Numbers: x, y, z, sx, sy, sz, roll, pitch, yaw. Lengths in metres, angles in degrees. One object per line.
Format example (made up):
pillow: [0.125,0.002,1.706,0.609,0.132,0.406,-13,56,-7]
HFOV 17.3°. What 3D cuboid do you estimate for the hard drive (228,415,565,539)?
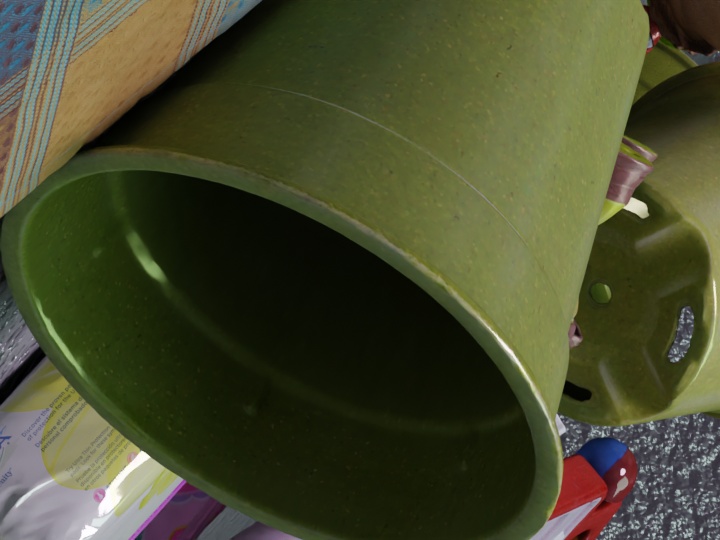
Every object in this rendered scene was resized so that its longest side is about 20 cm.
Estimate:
hard drive: [-0.001,0.113,1.125,0.199,0.026,0.132,-33,-175,-2]

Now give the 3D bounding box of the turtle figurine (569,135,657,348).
turtle figurine: [0.074,0.009,1.064,0.162,0.064,0.200,-58,162,12]

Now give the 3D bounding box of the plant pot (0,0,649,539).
plant pot: [0.011,-0.036,0.803,0.191,0.199,0.200,-60,180,-31]

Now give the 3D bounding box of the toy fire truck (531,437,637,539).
toy fire truck: [0.065,0.154,1.167,0.168,0.112,0.200,-48,162,24]

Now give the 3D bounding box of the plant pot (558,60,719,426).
plant pot: [0.163,-0.001,1.220,0.184,0.200,0.201,-16,148,-56]

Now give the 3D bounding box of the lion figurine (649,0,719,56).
lion figurine: [0.199,-0.133,1.209,0.200,0.072,0.123,-111,-166,-53]

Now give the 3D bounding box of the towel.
towel: [-0.055,-0.091,0.663,0.200,0.022,0.147,-44,170,-32]

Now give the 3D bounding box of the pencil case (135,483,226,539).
pencil case: [-0.082,0.080,1.158,0.200,0.087,0.087,-48,173,-10]

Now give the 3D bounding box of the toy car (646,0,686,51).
toy car: [0.240,-0.250,1.356,0.165,0.157,0.201,74,26,-55]

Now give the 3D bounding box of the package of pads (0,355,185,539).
package of pads: [-0.099,0.063,1.009,0.200,0.068,0.155,-48,175,-25]

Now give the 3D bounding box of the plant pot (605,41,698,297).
plant pot: [0.155,-0.046,1.722,0.192,0.201,0.201,-33,167,-26]

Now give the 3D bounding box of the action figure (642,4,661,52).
action figure: [0.115,-0.075,1.359,0.065,0.052,0.200,-35,161,-53]
